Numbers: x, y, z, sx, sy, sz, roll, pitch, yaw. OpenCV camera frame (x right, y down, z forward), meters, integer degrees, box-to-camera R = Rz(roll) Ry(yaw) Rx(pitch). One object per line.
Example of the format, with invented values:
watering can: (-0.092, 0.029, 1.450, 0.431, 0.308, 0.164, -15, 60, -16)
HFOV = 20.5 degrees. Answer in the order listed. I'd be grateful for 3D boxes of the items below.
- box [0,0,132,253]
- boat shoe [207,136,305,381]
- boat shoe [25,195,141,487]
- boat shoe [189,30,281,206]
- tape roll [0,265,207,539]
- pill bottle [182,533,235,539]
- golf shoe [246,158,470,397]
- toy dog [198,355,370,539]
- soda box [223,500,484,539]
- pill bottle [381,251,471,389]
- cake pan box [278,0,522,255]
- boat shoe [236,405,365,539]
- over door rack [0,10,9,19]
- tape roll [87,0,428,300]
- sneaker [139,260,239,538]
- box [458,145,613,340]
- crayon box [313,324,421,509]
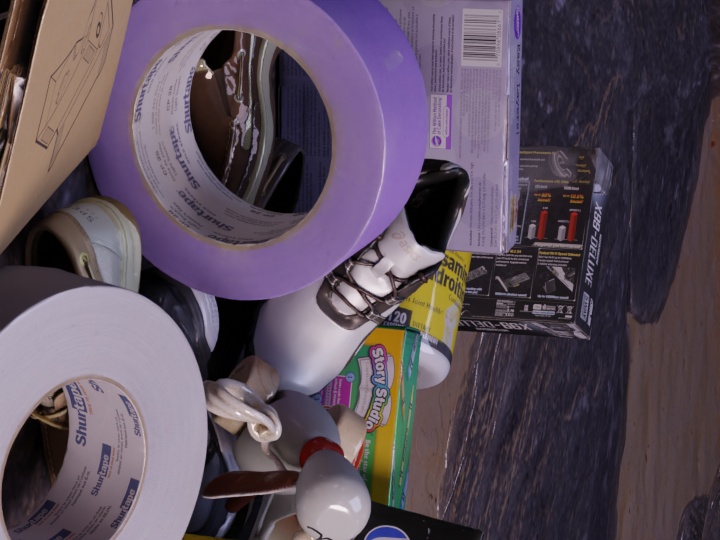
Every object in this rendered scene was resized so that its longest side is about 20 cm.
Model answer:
box: (-0.163, -0.109, 1.084, 0.200, 0.021, 0.165, -65, 174, -64)
boat shoe: (-0.082, -0.006, 1.377, 0.074, 0.073, 0.202, 41, 55, -65)
boat shoe: (-0.170, 0.059, 1.166, 0.066, 0.073, 0.202, -16, 107, -56)
boat shoe: (-0.100, -0.123, 1.335, 0.075, 0.074, 0.204, 19, 76, -45)
tape roll: (-0.173, 0.101, 1.064, 0.199, 0.066, 0.202, -18, 113, -47)
pill bottle: (-0.097, 0.215, 1.195, 0.111, 0.198, 0.113, 4, 90, -71)
golf shoe: (0.000, 0.000, 1.299, 0.201, 0.078, 0.094, -55, -166, -17)
toy dog: (-0.049, 0.128, 1.203, 0.097, 0.131, 0.200, -58, 176, 7)
soda box: (-0.017, 0.202, 1.408, 0.064, 0.198, 0.071, 92, 15, -48)
pill bottle: (0.036, -0.012, 1.648, 0.112, 0.111, 0.202, 54, 44, -61)
cake pan box: (0.029, -0.118, 1.507, 0.052, 0.182, 0.202, -34, 125, -70)
boat shoe: (-0.047, 0.174, 1.332, 0.071, 0.062, 0.201, 46, 59, -22)
over door rack: (-0.217, -0.157, 0.981, 0.148, 0.066, 0.202, -36, 128, -66)
tape roll: (-0.064, -0.089, 1.227, 0.085, 0.198, 0.202, -37, 128, -65)
sneaker: (-0.134, 0.102, 1.264, 0.114, 0.075, 0.202, -41, 130, -57)
box: (0.109, -0.028, 1.724, 0.050, 0.198, 0.159, 40, 56, -61)
crayon box: (-0.025, 0.138, 1.494, 0.058, 0.118, 0.202, 22, 74, -75)
